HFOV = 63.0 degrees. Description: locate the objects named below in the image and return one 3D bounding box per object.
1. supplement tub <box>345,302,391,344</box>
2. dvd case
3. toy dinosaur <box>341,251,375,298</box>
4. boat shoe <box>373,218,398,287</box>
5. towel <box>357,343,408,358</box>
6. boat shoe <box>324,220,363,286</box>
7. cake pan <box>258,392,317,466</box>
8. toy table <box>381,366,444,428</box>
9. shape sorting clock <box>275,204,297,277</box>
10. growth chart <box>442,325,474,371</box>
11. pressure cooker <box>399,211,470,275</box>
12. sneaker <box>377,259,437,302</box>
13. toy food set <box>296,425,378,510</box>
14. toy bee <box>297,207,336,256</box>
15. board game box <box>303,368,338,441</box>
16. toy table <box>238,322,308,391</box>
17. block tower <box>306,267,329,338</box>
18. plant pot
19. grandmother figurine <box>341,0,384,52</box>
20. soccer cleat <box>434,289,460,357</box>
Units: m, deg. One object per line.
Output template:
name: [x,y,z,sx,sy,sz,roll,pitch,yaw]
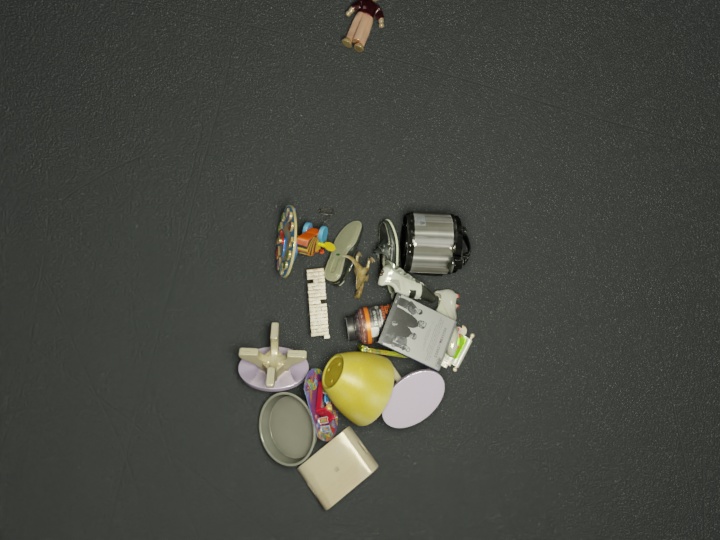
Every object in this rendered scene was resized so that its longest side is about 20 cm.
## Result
supplement tub: [0.056,0.153,1.695,0.196,0.107,0.109,-9,88,-5]
dvd case: [0.158,0.171,1.639,0.197,0.025,0.153,26,79,-12]
toy dinosaur: [0.000,0.000,1.674,0.057,0.202,0.102,9,51,17]
boat shoe: [0.068,-0.047,1.718,0.065,0.074,0.204,-7,97,-26]
towel: [0.091,0.231,1.680,0.196,0.086,0.018,9,90,-9]
boat shoe: [-0.043,-0.051,1.724,0.071,0.068,0.203,13,72,33]
cake pan: [-0.199,0.442,1.652,0.197,0.037,0.205,0,89,30]
toy table: [0.144,0.355,1.683,0.197,0.117,0.187,-26,96,-1]
shape sorting clock: [-0.209,-0.082,1.639,0.038,0.200,0.205,3,87,-17]
growth chart: [0.233,0.211,1.753,0.197,0.018,0.147,22,85,-4]
pressure cooker: [0.217,-0.076,1.683,0.195,0.179,0.180,1,85,-4]
sneaker: [0.130,0.056,1.687,0.198,0.074,0.090,32,86,-21]
toy food set: [-0.067,0.570,1.699,0.199,0.060,0.144,-38,80,-6]
toy bee: [-0.121,-0.084,1.685,0.199,0.130,0.111,-30,135,-41]
board game box: [-0.093,0.370,1.648,0.038,0.158,0.204,-16,89,20]
toy table: [-0.244,0.254,1.632,0.196,0.118,0.187,-8,57,-9]
block tower: [-0.124,0.097,1.709,0.057,0.054,0.205,-6,88,-4]
plant pot: [-0.023,0.304,1.616,0.141,0.199,0.203,30,85,-27]
grandmother figurine: [0.018,-0.761,1.756,0.119,0.061,0.204,20,89,-12]
soccer cleat: [0.249,0.154,1.720,0.076,0.070,0.204,3,68,-4]
